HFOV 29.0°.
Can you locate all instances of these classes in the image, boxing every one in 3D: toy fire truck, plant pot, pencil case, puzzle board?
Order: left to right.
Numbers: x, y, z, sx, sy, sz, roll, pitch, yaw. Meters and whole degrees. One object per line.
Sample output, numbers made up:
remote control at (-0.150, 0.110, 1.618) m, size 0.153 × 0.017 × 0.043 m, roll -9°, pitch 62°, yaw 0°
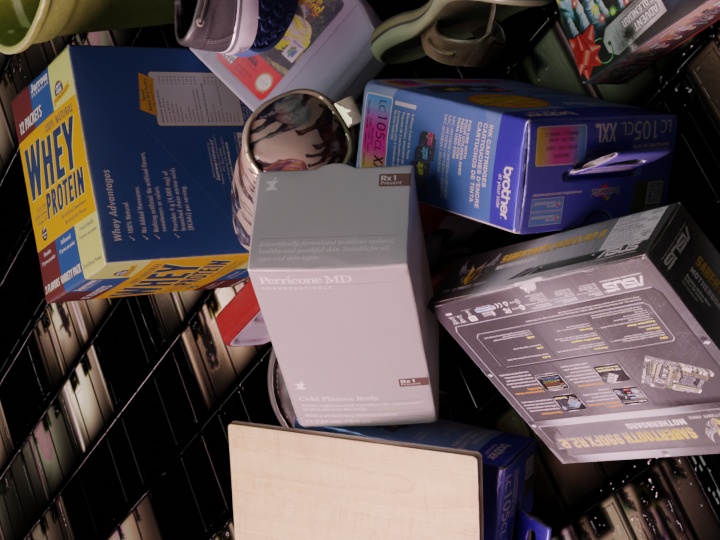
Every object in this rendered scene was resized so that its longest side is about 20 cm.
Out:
plant pot at (-0.258, -0.309, 1.358) m, size 0.200 × 0.184 × 0.201 m, roll 7°, pitch 99°, yaw 54°
pencil case at (-0.051, -0.068, 1.052) m, size 0.200 × 0.089 × 0.078 m, roll 120°, pitch 133°, yaw -74°
puzzle board at (-0.004, 0.190, 1.000) m, size 0.199 × 0.017 × 0.151 m, roll 4°, pitch 103°, yaw 27°
toy fire truck at (0.000, 0.000, 1.053) m, size 0.200 × 0.168 × 0.112 m, roll -44°, pitch 60°, yaw 47°

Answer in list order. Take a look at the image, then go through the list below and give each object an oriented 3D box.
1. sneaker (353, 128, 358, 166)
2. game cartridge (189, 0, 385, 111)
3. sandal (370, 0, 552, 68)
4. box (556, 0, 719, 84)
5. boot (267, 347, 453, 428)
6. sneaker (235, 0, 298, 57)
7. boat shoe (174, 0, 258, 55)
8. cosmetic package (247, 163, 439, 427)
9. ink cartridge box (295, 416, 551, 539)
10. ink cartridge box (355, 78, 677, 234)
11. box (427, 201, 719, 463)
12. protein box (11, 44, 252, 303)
sneaker at (-0.051, -0.057, 1.200) m, size 0.080 × 0.073 × 0.201 m, roll 14°, pitch 101°, yaw 62°
game cartridge at (-0.058, -0.194, 1.170) m, size 0.133 × 0.041 × 0.200 m, roll -47°, pitch 45°, yaw 2°
sandal at (0.076, -0.170, 1.009) m, size 0.201 × 0.080 × 0.058 m, roll 165°, pitch 101°, yaw -65°
box at (0.196, -0.220, 0.868) m, size 0.200 × 0.040 × 0.137 m, roll -33°, pitch 68°, yaw 51°
boot at (0.012, 0.126, 1.152) m, size 0.174 × 0.069 × 0.201 m, roll -24°, pitch 78°, yaw 47°
sneaker at (-0.098, -0.252, 1.170) m, size 0.078 × 0.070 × 0.201 m, roll -17°, pitch 48°, yaw 35°
boat shoe at (-0.121, -0.262, 1.043) m, size 0.070 × 0.066 × 0.201 m, roll 6°, pitch 99°, yaw 54°
cosmetic package at (-0.005, 0.022, 0.939) m, size 0.200 × 0.106 × 0.090 m, roll 73°, pitch -163°, yaw -56°
ink cartridge box at (0.050, 0.182, 1.031) m, size 0.199 × 0.076 × 0.137 m, roll 10°, pitch 105°, yaw 23°
ink cartridge box at (0.111, -0.077, 0.919) m, size 0.200 × 0.136 × 0.077 m, roll 25°, pitch 115°, yaw 50°
box at (0.159, 0.047, 0.869) m, size 0.158 × 0.048 × 0.200 m, roll 48°, pitch 148°, yaw -18°
protein box at (-0.186, -0.088, 1.270) m, size 0.135 × 0.199 × 0.199 m, roll -25°, pitch 74°, yaw 52°
